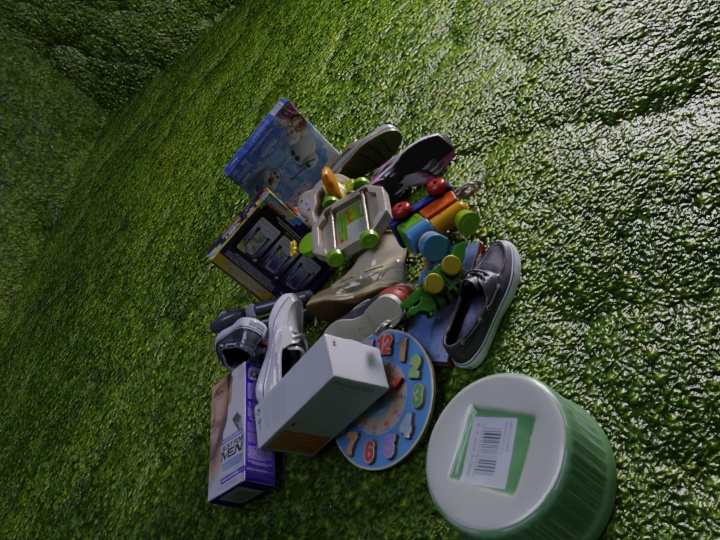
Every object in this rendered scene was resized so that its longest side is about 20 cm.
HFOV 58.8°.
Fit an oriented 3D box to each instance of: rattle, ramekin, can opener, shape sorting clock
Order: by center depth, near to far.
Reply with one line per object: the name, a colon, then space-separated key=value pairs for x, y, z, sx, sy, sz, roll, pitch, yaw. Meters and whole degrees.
ramekin: x=0.167 y=0.213 z=0.702 sx=0.198 sy=0.097 sz=0.202 roll=-29 pitch=41 yaw=28
shape sorting clock: x=0.027 y=0.183 z=0.922 sx=0.198 sy=0.039 sz=0.203 roll=-27 pitch=49 yaw=35
can opener: x=-0.178 y=0.085 z=1.162 sx=0.197 sy=0.054 sz=0.067 roll=-15 pitch=6 yaw=16
rattle: x=-0.105 y=-0.129 z=1.267 sx=0.197 sy=0.142 sz=0.133 roll=-2 pitch=96 yaw=31

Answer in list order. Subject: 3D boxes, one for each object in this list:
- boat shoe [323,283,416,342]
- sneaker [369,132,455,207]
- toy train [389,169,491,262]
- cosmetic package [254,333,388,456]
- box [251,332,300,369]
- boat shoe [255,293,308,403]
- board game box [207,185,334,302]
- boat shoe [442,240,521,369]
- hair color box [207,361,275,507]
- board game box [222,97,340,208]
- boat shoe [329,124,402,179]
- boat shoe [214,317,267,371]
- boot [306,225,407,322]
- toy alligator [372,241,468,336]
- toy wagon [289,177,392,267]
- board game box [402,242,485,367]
boat shoe: x=0.013 y=0.082 z=1.021 sx=0.199 sy=0.071 sz=0.062 roll=-39 pitch=1 yaw=41
sneaker: x=0.080 y=-0.194 z=1.194 sx=0.198 sy=0.081 sz=0.087 roll=-32 pitch=28 yaw=16
toy train: x=0.152 y=-0.094 z=1.005 sx=0.198 sy=0.085 sz=0.116 roll=-33 pitch=31 yaw=-5
cosmetic package: x=-0.061 y=0.185 z=0.920 sx=0.200 sy=0.100 sz=0.072 roll=-48 pitch=40 yaw=32
box: x=-0.134 y=0.176 z=1.128 sx=0.111 sy=0.035 sz=0.199 roll=-54 pitch=35 yaw=-4
boat shoe: x=-0.117 y=0.131 z=1.066 sx=0.065 sy=0.073 sz=0.203 roll=-11 pitch=61 yaw=36
board game box: x=-0.157 y=-0.029 z=1.194 sx=0.165 sy=0.200 sz=0.057 roll=-46 pitch=29 yaw=3
boat shoe: x=0.164 y=0.035 z=0.895 sx=0.069 sy=0.066 sz=0.202 roll=6 pitch=63 yaw=49
hair color box: x=-0.196 y=0.268 z=1.053 sx=0.109 sy=0.064 sz=0.203 roll=-37 pitch=43 yaw=34
board game box: x=-0.159 y=-0.225 z=1.376 sx=0.201 sy=0.199 sz=0.043 roll=-51 pitch=37 yaw=-1
boat shoe: x=-0.002 y=-0.238 z=1.322 sx=0.199 sy=0.074 sz=0.069 roll=-36 pitch=43 yaw=21
boat shoe: x=-0.220 y=0.145 z=1.126 sx=0.200 sy=0.071 sz=0.069 roll=-35 pitch=31 yaw=55
boot: x=0.000 y=0.000 z=1.104 sx=0.198 sy=0.073 sz=0.158 roll=-20 pitch=46 yaw=34
toy alligator: x=0.102 y=0.040 z=0.922 sx=0.200 sy=0.054 sz=0.059 roll=-45 pitch=-5 yaw=-18
toy wagon: x=-0.037 y=-0.073 z=1.117 sx=0.198 sy=0.040 sz=0.157 roll=-29 pitch=41 yaw=20
board game box: x=0.121 y=0.051 z=0.971 sx=0.102 sy=0.019 sz=0.203 roll=-6 pitch=55 yaw=44
